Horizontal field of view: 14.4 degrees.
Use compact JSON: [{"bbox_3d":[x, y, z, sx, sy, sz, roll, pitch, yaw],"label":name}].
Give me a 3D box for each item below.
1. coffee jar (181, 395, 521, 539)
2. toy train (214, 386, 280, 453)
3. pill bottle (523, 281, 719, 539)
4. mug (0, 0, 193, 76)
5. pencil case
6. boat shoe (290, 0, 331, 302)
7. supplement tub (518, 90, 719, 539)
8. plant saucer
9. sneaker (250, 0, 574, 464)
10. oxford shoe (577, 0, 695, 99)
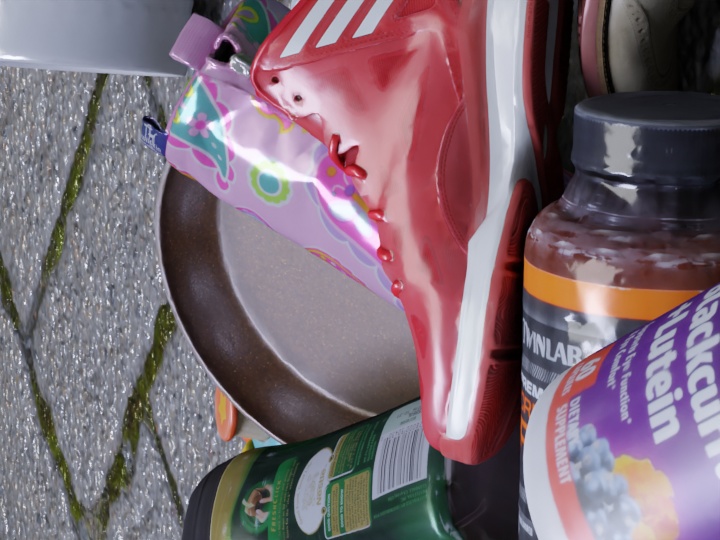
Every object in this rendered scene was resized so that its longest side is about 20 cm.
[{"bbox_3d":[0.011,0.112,1.231,0.200,0.104,0.086,-21,54,49],"label":"coffee jar"},{"bbox_3d":[-0.063,0.124,1.399,0.150,0.055,0.201,-18,67,59],"label":"toy train"},{"bbox_3d":[0.155,0.043,0.894,0.200,0.111,0.112,-33,63,39],"label":"pill bottle"},{"bbox_3d":[-0.159,-0.200,1.591,0.200,0.147,0.177,-19,-66,-84],"label":"mug"},{"bbox_3d":[0.012,-0.037,1.167,0.199,0.087,0.088,32,135,13],"label":"pencil case"},{"bbox_3d":[0.010,-0.057,1.312,0.071,0.072,0.201,-73,-19,-61],"label":"boat shoe"},{"bbox_3d":[0.111,0.038,1.047,0.107,0.106,0.201,-155,63,-63],"label":"supplement tub"},{"bbox_3d":[0.000,0.000,1.272,0.199,0.034,0.201,16,124,25],"label":"plant saucer"},{"bbox_3d":[0.016,-0.031,1.089,0.078,0.115,0.201,9,-92,-70],"label":"sneaker"},{"bbox_3d":[0.118,-0.119,1.048,0.200,0.074,0.071,84,-170,-54],"label":"oxford shoe"}]
